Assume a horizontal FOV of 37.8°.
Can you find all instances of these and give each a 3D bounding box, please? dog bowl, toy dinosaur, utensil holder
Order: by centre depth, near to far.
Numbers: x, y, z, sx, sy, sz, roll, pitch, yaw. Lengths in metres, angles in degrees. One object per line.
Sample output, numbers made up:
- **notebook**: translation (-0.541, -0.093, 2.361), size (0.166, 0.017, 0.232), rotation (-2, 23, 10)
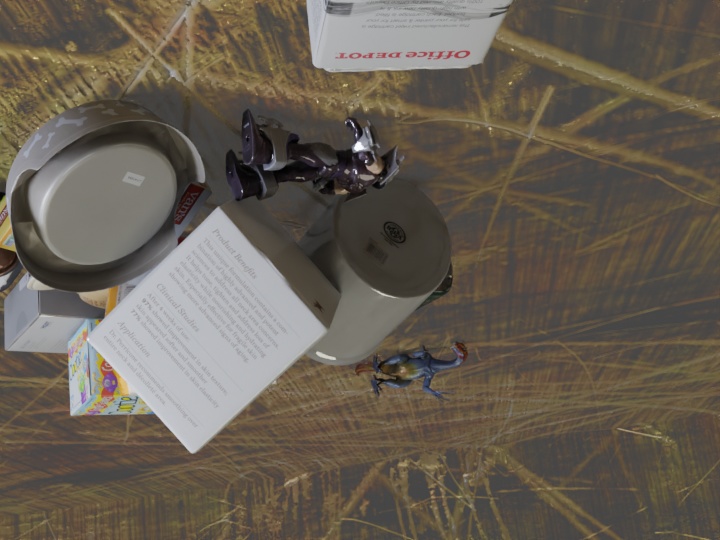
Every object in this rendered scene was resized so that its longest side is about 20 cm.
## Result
- **dog bowl**: translation (-0.250, -0.075, 1.018), size (0.198, 0.059, 0.202), rotation (-27, 144, -22)
- **utensil holder**: translation (0.000, 0.000, 1.282), size (0.167, 0.173, 0.200), rotation (2, 154, -26)
- **toy dinosaur**: translation (0.107, 0.170, 1.995), size (0.178, 0.107, 0.199), rotation (-13, -158, -23)

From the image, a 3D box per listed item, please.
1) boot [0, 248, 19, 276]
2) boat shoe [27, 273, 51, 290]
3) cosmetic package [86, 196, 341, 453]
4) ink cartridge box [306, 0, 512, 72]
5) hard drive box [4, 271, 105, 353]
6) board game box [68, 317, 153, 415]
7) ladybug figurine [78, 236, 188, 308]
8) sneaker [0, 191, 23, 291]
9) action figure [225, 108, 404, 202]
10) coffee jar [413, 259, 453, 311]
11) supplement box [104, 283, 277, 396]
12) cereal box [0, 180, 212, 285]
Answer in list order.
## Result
- **boot**: translation (-0.428, -0.072, 1.029), size (0.183, 0.065, 0.200), rotation (18, 152, -8)
- **boat shoe**: translation (-0.345, -0.029, 1.235), size (0.071, 0.061, 0.199), rotation (-6, 164, -37)
- **cosmetic package**: translation (-0.148, 0.048, 1.120), size (0.199, 0.168, 0.166), rotation (-41, -175, 10)
- **ink cartridge box**: translation (0.042, -0.235, 0.766), size (0.142, 0.085, 0.200), rotation (-4, 160, -12)
- **hard drive box**: translation (-0.369, 0.058, 1.441), size (0.197, 0.078, 0.155), rotation (6, 156, -35)
- **board game box**: translation (-0.280, 0.131, 1.407), size (0.197, 0.105, 0.105), rotation (4, 158, -29)
- **ladybug figurine**: translation (-0.263, 0.002, 1.333), size (0.196, 0.073, 0.136), rotation (-5, 161, -10)
- **sneaker**: translation (-0.413, -0.041, 1.200), size (0.082, 0.073, 0.199), rotation (31, 143, -23)
- **action figure**: translation (-0.039, -0.115, 1.106), size (0.197, 0.071, 0.130), rotation (1, 152, -33)
- **coffee jar**: translation (0.038, 0.024, 1.485), size (0.103, 0.087, 0.199), rotation (11, 153, -29)
- **supplement box**: translation (-0.202, 0.076, 1.280), size (0.196, 0.074, 0.128), rotation (-4, 128, -5)
- **cereal box**: translation (-0.268, -0.065, 1.101), size (0.144, 0.040, 0.199), rotation (-50, 145, 15)
